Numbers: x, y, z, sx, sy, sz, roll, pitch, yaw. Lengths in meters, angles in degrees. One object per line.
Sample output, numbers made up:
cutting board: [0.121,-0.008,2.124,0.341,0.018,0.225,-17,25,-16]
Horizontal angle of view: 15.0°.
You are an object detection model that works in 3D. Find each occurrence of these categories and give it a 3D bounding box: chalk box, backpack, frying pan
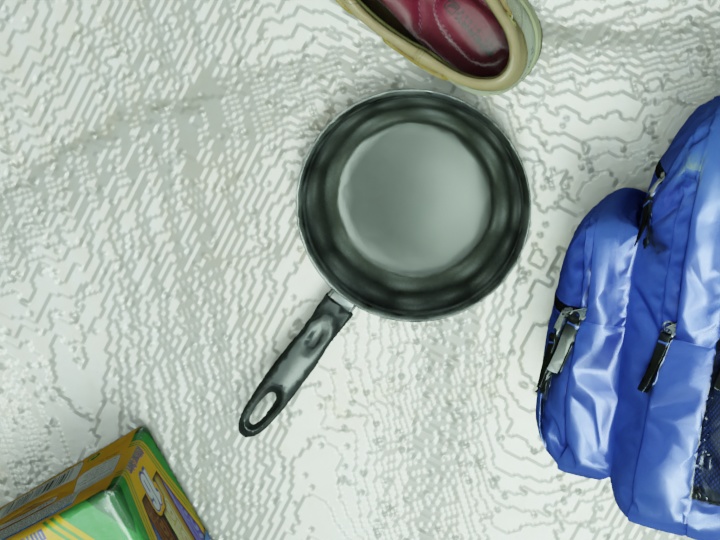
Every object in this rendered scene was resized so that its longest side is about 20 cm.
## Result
chalk box: [-0.115,0.202,1.334,0.125,0.124,0.200,-29,97,9]
backpack: [0.175,0.014,1.260,0.167,0.163,0.201,14,102,5]
frying pan: [0.017,0.003,1.335,0.115,0.031,0.191,15,105,2]

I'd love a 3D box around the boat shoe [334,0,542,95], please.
boat shoe: [0.007,-0.159,1.287,0.200,0.066,0.074,39,101,-3]
